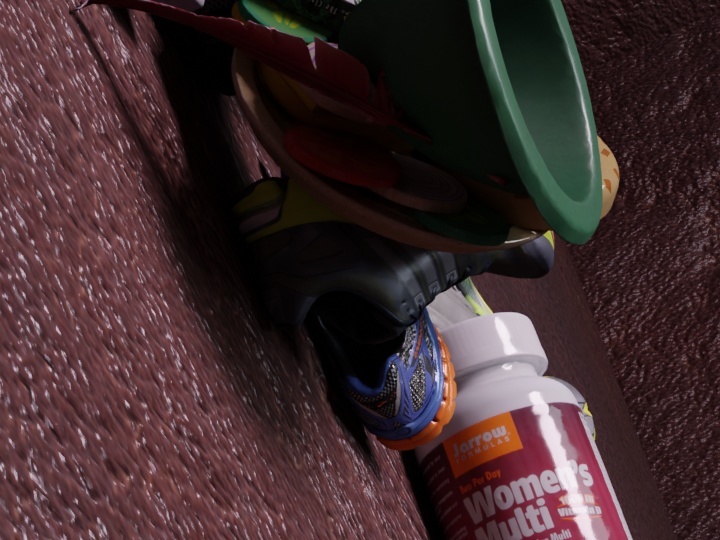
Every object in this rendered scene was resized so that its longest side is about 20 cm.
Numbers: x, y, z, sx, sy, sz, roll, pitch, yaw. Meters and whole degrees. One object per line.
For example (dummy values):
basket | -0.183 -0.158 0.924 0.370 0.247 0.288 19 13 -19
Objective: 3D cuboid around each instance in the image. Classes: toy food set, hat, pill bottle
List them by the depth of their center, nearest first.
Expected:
hat | 0.003 -0.087 0.961 0.166 0.175 0.201 -62 133 -62
toy food set | 0.025 -0.080 1.029 0.197 0.049 0.200 -8 48 -42
pill bottle | 0.097 0.135 1.222 0.110 0.109 0.201 45 23 -66

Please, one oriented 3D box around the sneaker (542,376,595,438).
sneaker | 0.141 0.184 1.470 0.085 0.074 0.201 145 -54 -59

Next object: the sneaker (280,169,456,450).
sneaker | 0.000 0.000 1.125 0.078 0.075 0.201 39 27 -64

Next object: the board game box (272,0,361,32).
board game box | 0.013 -0.178 1.090 0.104 0.024 0.200 23 33 -1

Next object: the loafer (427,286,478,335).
loafer | 0.042 0.028 1.294 0.200 0.070 0.070 42 32 -65

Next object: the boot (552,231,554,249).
boot | 0.056 -0.035 1.316 0.155 0.077 0.200 35 12 -8

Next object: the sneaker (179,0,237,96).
sneaker | -0.068 -0.165 1.144 0.200 0.076 0.115 -90 157 -61

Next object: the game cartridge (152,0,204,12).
game cartridge | -0.109 -0.241 0.988 0.130 0.038 0.201 49 40 -54

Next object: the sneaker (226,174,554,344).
sneaker | 0.020 -0.001 1.057 0.199 0.074 0.082 2 76 -32

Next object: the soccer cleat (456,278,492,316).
soccer cleat | 0.064 0.029 1.445 0.084 0.064 0.201 -96 161 -70
